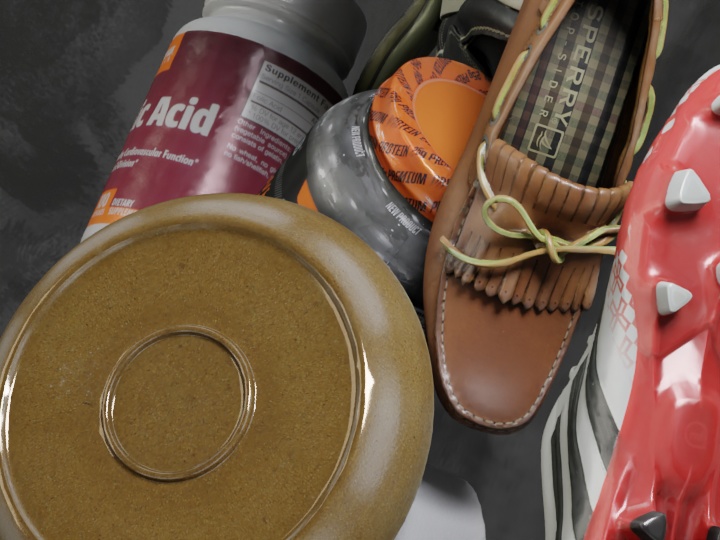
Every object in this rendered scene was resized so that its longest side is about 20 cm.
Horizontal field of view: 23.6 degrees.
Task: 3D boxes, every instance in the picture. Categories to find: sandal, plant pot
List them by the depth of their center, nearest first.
[{"bbox_3d":[-0.070,0.056,0.694,0.027,0.200,0.200,52,-127,-63],"label":"plant pot"},{"bbox_3d":[0.067,-0.157,0.988,0.201,0.057,0.080,-55,-9,31],"label":"sandal"}]

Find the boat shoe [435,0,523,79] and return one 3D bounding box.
[{"bbox_3d":[0.074,-0.103,0.841,0.200,0.072,0.068,-154,79,-83],"label":"boat shoe"}]

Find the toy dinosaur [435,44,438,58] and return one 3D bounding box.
[{"bbox_3d":[0.031,-0.019,0.961,0.101,0.058,0.200,-23,53,54],"label":"toy dinosaur"}]

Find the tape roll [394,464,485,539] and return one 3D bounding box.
[{"bbox_3d":[-0.018,0.174,0.758,0.202,0.071,0.203,-158,90,-79],"label":"tape roll"}]

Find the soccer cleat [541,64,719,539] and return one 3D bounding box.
[{"bbox_3d":[0.091,0.031,0.519,0.085,0.069,0.200,158,128,-69],"label":"soccer cleat"}]

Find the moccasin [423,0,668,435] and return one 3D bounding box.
[{"bbox_3d":[0.077,-0.032,0.682,0.078,0.074,0.202,-157,89,-82],"label":"moccasin"}]

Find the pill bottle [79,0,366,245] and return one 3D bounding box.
[{"bbox_3d":[-0.075,-0.076,1.010,0.200,0.114,0.114,-68,11,-17],"label":"pill bottle"}]

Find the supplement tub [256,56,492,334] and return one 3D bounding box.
[{"bbox_3d":[0.000,0.000,0.813,0.200,0.122,0.123,-47,22,37],"label":"supplement tub"}]
